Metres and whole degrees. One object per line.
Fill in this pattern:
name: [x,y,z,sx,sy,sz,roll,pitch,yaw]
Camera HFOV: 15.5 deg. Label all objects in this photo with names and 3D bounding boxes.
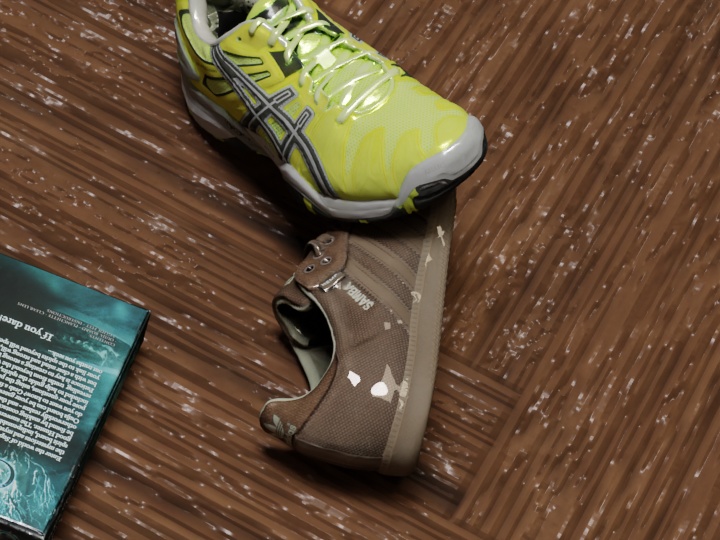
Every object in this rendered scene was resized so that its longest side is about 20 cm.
board game box: [-0.206,0.036,1.143,0.199,0.028,0.136,22,49,1]
sneaker: [-0.025,-0.084,1.217,0.075,0.077,0.199,-42,43,-24]
sneaker: [0.000,0.000,1.206,0.075,0.071,0.201,10,49,-5]
